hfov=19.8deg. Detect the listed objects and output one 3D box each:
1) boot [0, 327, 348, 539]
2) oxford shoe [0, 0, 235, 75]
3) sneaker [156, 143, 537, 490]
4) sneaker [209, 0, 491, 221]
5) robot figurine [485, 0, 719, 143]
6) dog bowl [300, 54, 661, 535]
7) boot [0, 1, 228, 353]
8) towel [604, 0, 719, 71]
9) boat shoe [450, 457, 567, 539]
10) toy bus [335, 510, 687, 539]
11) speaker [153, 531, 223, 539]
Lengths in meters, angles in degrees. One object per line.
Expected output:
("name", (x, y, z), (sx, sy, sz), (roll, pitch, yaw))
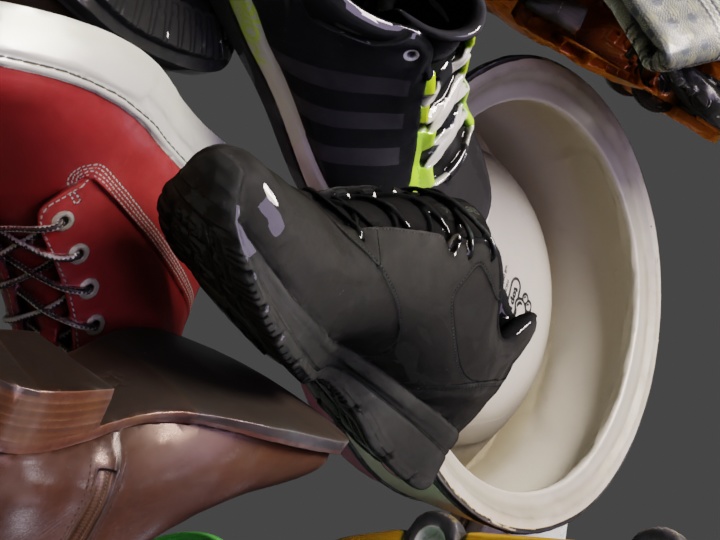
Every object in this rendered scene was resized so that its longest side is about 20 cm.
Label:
("boot", (-0.106, 0.119, 0.676), (0.186, 0.064, 0.201), (11, 108, -49))
("oxford shoe", (-0.123, -0.110, 0.686), (0.199, 0.084, 0.073), (22, 59, -44))
("sneaker", (0.000, 0.000, 0.717), (0.091, 0.076, 0.200), (-45, 148, -1))
("sneaker", (0.010, -0.071, 0.729), (0.200, 0.082, 0.072), (54, 52, -39))
("robot figurine", (0.094, -0.118, 0.882), (0.199, 0.145, 0.059), (25, 100, -27))
("dog bowl", (0.048, 0.010, 0.892), (0.199, 0.073, 0.202), (2, 87, -50))
("boot", (-0.106, 0.002, 0.687), (0.200, 0.072, 0.146), (40, 60, -64))
("towel", (0.128, -0.171, 0.843), (0.192, 0.035, 0.201), (-19, 67, -36))
("boat shoe", (0.063, 0.180, 0.911), (0.075, 0.068, 0.202), (36, 63, -43))
("toy bus", (0.070, 0.143, 0.818), (0.065, 0.199, 0.079), (30, 67, -45))
("speaker", (-0.037, 0.196, 0.781), (0.089, 0.088, 0.201), (-50, 125, -37))
